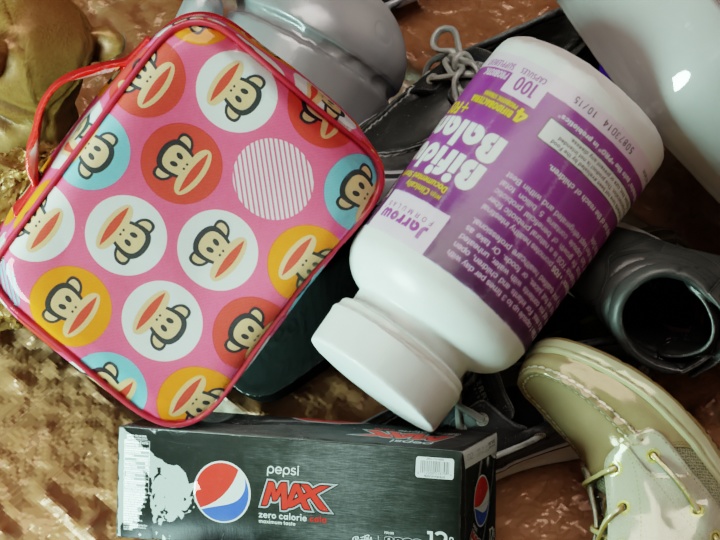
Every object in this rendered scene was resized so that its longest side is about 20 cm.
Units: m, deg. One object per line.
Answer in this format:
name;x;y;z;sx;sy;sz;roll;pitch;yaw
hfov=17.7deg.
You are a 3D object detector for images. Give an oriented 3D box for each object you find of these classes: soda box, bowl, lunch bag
soda box;-0.029;0.116;1.255;0.199;0.071;0.064;3;96;19
bowl;0.191;-0.114;1.316;0.075;0.200;0.200;-39;45;12
lunch bag;-0.104;-0.036;1.246;0.176;0.082;0.200;39;95;-11

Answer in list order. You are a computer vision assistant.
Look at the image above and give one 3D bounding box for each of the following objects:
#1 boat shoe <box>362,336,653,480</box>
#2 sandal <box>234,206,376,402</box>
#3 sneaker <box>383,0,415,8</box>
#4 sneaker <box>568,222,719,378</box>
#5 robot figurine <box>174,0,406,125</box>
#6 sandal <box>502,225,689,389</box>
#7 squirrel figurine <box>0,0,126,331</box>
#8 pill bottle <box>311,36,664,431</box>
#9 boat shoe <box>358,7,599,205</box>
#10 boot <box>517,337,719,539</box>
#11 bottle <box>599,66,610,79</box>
boat shoe;0.071;0.083;1.302;0.199;0.068;0.072;-13;51;-5
sandal;0.000;0.001;1.347;0.200;0.048;0.075;-41;66;0
sneaker;-0.050;-0.237;1.567;0.108;0.070;0.200;-26;57;-17
sneaker;0.208;0.031;1.284;0.199;0.071;0.099;15;19;-15
robot figurine;-0.047;-0.098;1.375;0.201;0.169;0.113;-60;27;-3
sandal;0.096;0.015;1.347;0.199;0.082;0.055;-23;43;-11
squirrel figurine;-0.197;-0.070;1.361;0.141;0.187;0.201;-2;57;-31
pill bottle;0.064;-0.017;1.243;0.112;0.112;0.200;32;80;27
boat shoe;0.063;-0.101;1.336;0.199;0.068;0.074;-22;43;-28
boot;0.128;0.147;1.217;0.200;0.072;0.155;43;67;3
bottle;0.113;-0.091;1.437;0.083;0.065;0.200;34;62;29
